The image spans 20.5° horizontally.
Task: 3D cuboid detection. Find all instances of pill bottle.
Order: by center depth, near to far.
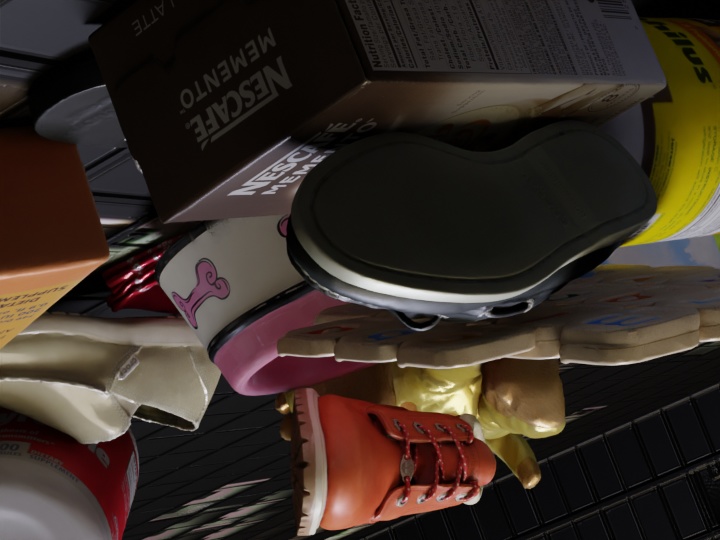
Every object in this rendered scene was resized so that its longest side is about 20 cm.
[{"bbox_3d":[0.138,-0.068,0.968,0.109,0.110,0.199,-30,165,38],"label":"pill bottle"},{"bbox_3d":[-0.186,0.126,1.135,0.112,0.113,0.200,-22,-164,7],"label":"pill bottle"}]

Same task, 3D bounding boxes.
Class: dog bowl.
[{"bbox_3d":[0.000,0.000,1.017,0.199,0.074,0.200,-21,169,-4],"label":"dog bowl"}]

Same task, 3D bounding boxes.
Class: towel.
[{"bbox_3d":[-0.031,-0.022,1.097,0.199,0.023,0.144,-25,168,17],"label":"towel"}]

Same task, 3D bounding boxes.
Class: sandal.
[{"bbox_3d":[-0.062,-0.054,0.842,0.075,0.045,0.200,-28,166,29],"label":"sandal"}]

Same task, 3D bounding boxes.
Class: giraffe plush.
[{"bbox_3d":[0.025,0.053,1.223,0.161,0.174,0.200,-8,149,-6],"label":"giraffe plush"}]

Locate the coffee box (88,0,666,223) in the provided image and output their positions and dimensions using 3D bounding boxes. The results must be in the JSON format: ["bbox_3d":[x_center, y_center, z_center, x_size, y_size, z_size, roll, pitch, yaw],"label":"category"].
[{"bbox_3d":[0.012,-0.080,0.770,0.114,0.080,0.199,-32,164,37],"label":"coffee box"}]

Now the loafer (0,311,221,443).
[{"bbox_3d":[-0.152,0.058,1.061,0.199,0.069,0.075,0,174,-37],"label":"loafer"}]

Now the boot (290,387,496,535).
[{"bbox_3d":[0.017,0.100,1.074,0.106,0.076,0.200,1,180,9],"label":"boot"}]

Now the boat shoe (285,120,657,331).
[{"bbox_3d":[0.033,-0.010,0.741,0.199,0.075,0.066,-21,159,-52],"label":"boat shoe"}]

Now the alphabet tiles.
[{"bbox_3d":[0.074,0.020,0.838,0.195,0.015,0.199,-11,-172,-37],"label":"alphabet tiles"}]

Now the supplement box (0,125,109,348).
[{"bbox_3d":[-0.186,0.009,0.860,0.066,0.069,0.200,-10,165,-39],"label":"supplement box"}]

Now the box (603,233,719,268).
[{"bbox_3d":[0.176,-0.047,1.090,0.199,0.123,0.048,-22,177,7],"label":"box"}]
